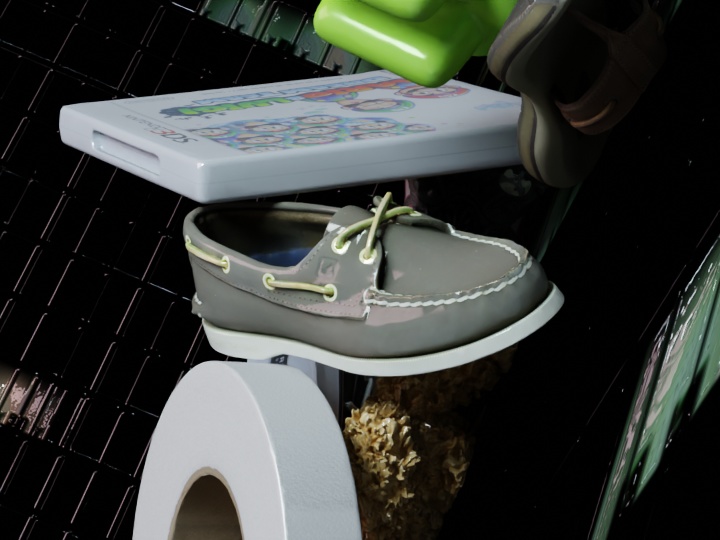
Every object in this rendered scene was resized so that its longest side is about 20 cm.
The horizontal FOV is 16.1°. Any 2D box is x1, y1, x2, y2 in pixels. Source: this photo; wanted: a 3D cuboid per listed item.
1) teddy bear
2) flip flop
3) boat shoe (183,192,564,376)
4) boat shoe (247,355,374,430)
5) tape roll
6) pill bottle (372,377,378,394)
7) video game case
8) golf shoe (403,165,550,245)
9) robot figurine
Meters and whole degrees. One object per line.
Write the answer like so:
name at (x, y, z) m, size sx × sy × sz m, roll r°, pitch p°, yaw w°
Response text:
teddy bear at (0.013, 0.086, 1.134) m, size 0.145 × 0.067 × 0.200 m, roll -63°, pitch -3°, yaw -75°
flip flop at (0.095, -0.084, 1.029) m, size 0.081 × 0.058 × 0.200 m, roll -58°, pitch -18°, yaw -16°
boat shoe at (-0.002, 0.001, 1.071) m, size 0.202 × 0.060 × 0.072 m, roll 1°, pitch 29°, yaw 47°
boat shoe at (-0.024, 0.077, 1.243) m, size 0.074 × 0.068 × 0.199 m, roll -28°, pitch 40°, yaw 33°
tape roll at (-0.053, 0.140, 1.095) m, size 0.203 × 0.037 × 0.203 m, roll -177°, pitch 90°, yaw -66°
pill bottle at (-0.015, 0.090, 1.357) m, size 0.106 × 0.106 × 0.200 m, roll 131°, pitch 162°, yaw -86°
video game case at (-0.021, -0.068, 1.221) m, size 0.182 × 0.200 × 0.024 m, roll 23°, pitch 118°, yaw 61°
golf shoe at (0.048, -0.013, 1.305) m, size 0.200 × 0.077 × 0.088 m, roll -68°, pitch -6°, yaw -49°
robot figurine at (0.059, -0.173, 1.081) m, size 0.200 × 0.116 × 0.175 m, roll -51°, pitch -32°, yaw -23°
